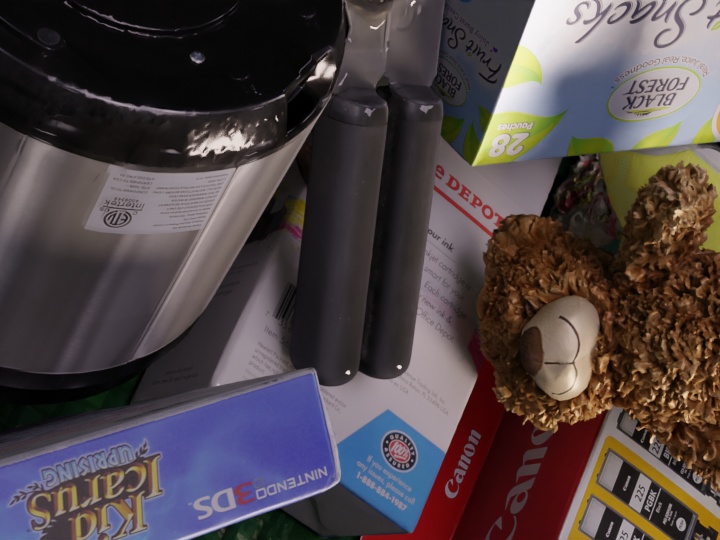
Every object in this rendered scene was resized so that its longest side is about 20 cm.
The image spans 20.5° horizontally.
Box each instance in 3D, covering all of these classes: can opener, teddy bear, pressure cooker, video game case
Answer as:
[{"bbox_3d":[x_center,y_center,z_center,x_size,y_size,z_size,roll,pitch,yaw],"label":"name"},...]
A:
[{"bbox_3d":[-0.003,-0.058,0.777,0.053,0.067,0.201,-5,110,-37],"label":"can opener"},{"bbox_3d":[0.141,0.029,0.798,0.199,0.145,0.067,17,42,6],"label":"teddy bear"},{"bbox_3d":[-0.117,-0.051,0.710,0.176,0.200,0.179,28,44,-4],"label":"pressure cooker"},{"bbox_3d":[-0.138,0.085,0.669,0.200,0.181,0.046,-15,91,-38],"label":"video game case"}]

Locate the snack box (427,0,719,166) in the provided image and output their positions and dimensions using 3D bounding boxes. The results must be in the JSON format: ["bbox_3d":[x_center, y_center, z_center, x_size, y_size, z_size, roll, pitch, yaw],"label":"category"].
[{"bbox_3d":[0.121,-0.144,0.784,0.168,0.200,0.068,-8,43,-35],"label":"snack box"}]

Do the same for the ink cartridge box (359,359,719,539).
[{"bbox_3d":[0.106,0.113,0.909,0.175,0.084,0.200,37,61,-24],"label":"ink cartridge box"}]

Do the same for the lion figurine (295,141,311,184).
[{"bbox_3d":[-0.081,-0.128,0.811,0.072,0.122,0.201,-30,113,-50],"label":"lion figurine"}]

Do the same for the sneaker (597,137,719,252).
[{"bbox_3d":[0.158,0.028,0.869,0.076,0.075,0.200,-32,92,-25],"label":"sneaker"}]

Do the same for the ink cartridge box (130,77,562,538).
[{"bbox_3d":[0.000,0.000,0.860,0.115,0.068,0.200,38,61,-26],"label":"ink cartridge box"}]

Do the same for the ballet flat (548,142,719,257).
[{"bbox_3d":[0.160,-0.066,0.997,0.076,0.064,0.200,46,57,-20],"label":"ballet flat"}]
